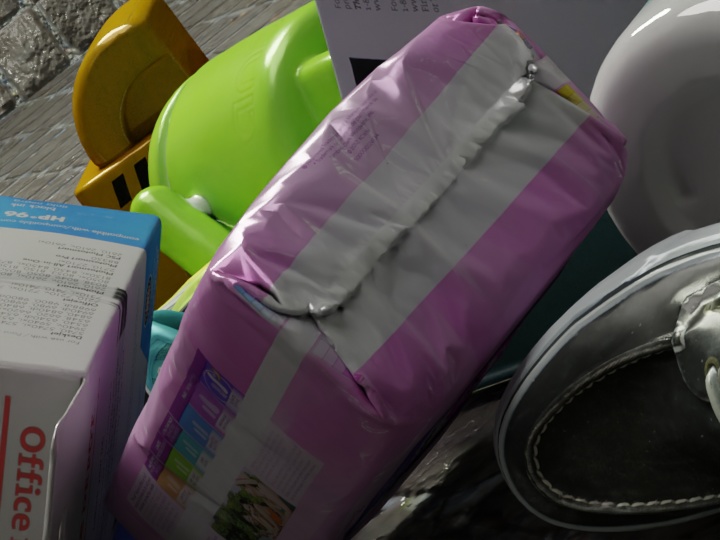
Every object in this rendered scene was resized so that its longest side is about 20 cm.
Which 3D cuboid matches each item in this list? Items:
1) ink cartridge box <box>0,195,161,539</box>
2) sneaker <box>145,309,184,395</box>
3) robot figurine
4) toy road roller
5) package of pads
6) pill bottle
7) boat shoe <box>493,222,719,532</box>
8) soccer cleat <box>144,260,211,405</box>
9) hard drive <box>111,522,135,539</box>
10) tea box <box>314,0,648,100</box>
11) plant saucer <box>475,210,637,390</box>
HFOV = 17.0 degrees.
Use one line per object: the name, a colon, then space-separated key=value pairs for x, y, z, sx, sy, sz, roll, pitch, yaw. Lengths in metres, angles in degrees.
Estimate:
ink cartridge box: x=-0.119 y=0.061 z=0.822 sx=0.068 sy=0.116 sz=0.200 roll=8 pitch=20 yaw=1
sneaker: x=0.000 y=0.000 z=0.941 sx=0.200 sy=0.080 sz=0.078 roll=-34 pitch=13 yaw=7
robot figurine: x=-0.023 y=-0.057 z=1.113 sx=0.175 sy=0.116 sz=0.200 roll=-36 pitch=9 yaw=-33
toy road roller: x=-0.119 y=-0.055 z=1.290 sx=0.200 sy=0.146 sz=0.123 roll=-34 pitch=13 yaw=11
package of pads: x=-0.003 y=0.020 z=0.716 sx=0.121 sy=0.076 sz=0.200 roll=-45 pitch=-8 yaw=-27
pill bottle: x=0.155 y=-0.078 z=0.742 sx=0.111 sy=0.111 sz=0.200 roll=-24 pitch=17 yaw=42
boat shoe: x=0.112 y=0.021 z=0.591 sx=0.200 sy=0.072 sz=0.071 roll=-27 pitch=12 yaw=29
soccer cleat: x=-0.057 y=0.026 z=1.036 sx=0.200 sy=0.065 sz=0.084 roll=-33 pitch=7 yaw=15
hard drive: x=-0.095 y=0.117 z=0.898 sx=0.132 sy=0.025 sz=0.200 roll=-42 pitch=14 yaw=-20
tea box: x=0.084 y=-0.135 z=0.854 sx=0.133 sy=0.200 sz=0.197 roll=5 pitch=37 yaw=31
plant saucer: x=0.033 y=0.013 z=0.831 sx=0.200 sy=0.070 sz=0.019 roll=-22 pitch=25 yaw=47
